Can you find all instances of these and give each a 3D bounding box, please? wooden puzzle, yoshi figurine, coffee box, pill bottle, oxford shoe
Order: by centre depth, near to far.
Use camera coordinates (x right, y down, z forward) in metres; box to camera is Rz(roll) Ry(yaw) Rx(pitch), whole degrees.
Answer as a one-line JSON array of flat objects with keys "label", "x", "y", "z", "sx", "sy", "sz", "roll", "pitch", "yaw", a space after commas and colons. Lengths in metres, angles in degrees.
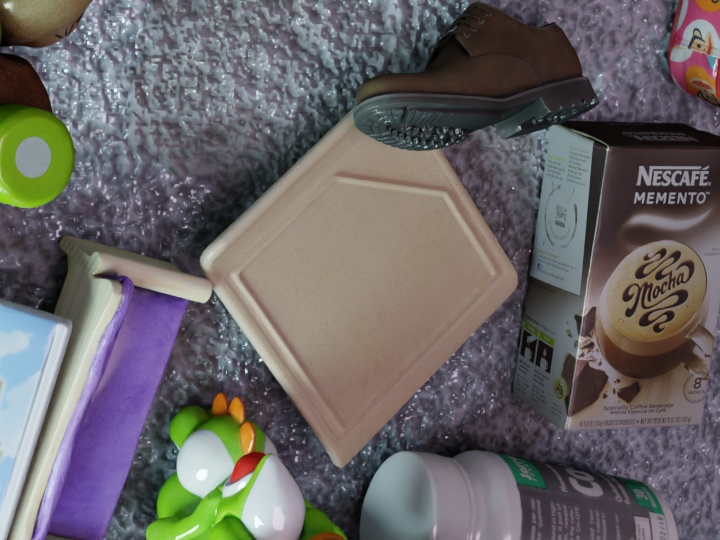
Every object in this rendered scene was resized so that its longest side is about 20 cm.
[{"label": "yoshi figurine", "x": -0.074, "y": 0.164, "z": 1.435, "sx": 0.112, "sy": 0.200, "sz": 0.112, "roll": -41, "pitch": 126, "yaw": 3}, {"label": "oxford shoe", "x": 0.063, "y": -0.125, "z": 1.469, "sx": 0.200, "sy": 0.073, "sz": 0.084, "roll": -12, "pitch": 82, "yaw": -47}, {"label": "wooden puzzle", "x": 0.000, "y": 0.000, "z": 1.498, "sx": 0.185, "sy": 0.037, "sz": 0.200, "roll": -45, "pitch": 125, "yaw": -20}, {"label": "coffee box", "x": 0.182, "y": 0.002, "z": 1.573, "sx": 0.113, "sy": 0.080, "sz": 0.200, "roll": -1, "pitch": 107, "yaw": -25}, {"label": "pill bottle", "x": 0.108, "y": 0.185, "z": 1.576, "sx": 0.200, "sy": 0.113, "sz": 0.113, "roll": 13, "pitch": 100, "yaw": -30}]

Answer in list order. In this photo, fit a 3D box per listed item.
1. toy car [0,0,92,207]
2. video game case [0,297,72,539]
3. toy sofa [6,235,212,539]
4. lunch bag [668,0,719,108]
[{"label": "toy car", "x": -0.189, "y": -0.148, "z": 1.305, "sx": 0.200, "sy": 0.164, "sz": 0.158, "roll": -41, "pitch": 120, "yaw": -24}, {"label": "video game case", "x": -0.285, "y": 0.097, "z": 1.360, "sx": 0.182, "sy": 0.022, "sz": 0.200, "roll": 18, "pitch": 98, "yaw": -4}, {"label": "toy sofa", "x": -0.163, "y": 0.087, "z": 1.418, "sx": 0.083, "sy": 0.098, "sz": 0.200, "roll": 16, "pitch": 98, "yaw": -32}, {"label": "lunch bag", "x": 0.311, "y": -0.200, "z": 1.578, "sx": 0.176, "sy": 0.082, "sz": 0.200, "roll": 2, "pitch": 107, "yaw": -31}]
